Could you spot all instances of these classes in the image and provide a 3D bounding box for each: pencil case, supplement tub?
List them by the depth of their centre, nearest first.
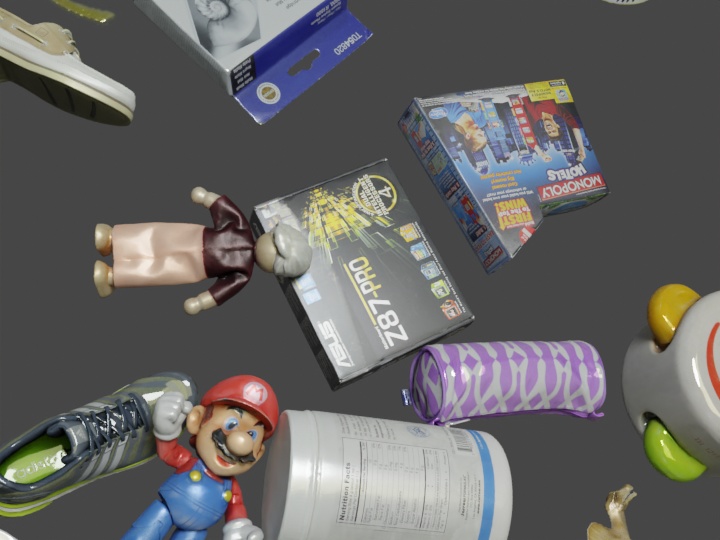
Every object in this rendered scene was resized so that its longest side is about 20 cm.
[{"bbox_3d":[0.021,0.199,0.770,0.200,0.132,0.132,9,68,-13],"label":"supplement tub"},{"bbox_3d":[0.147,0.114,0.866,0.200,0.084,0.086,-2,62,-19],"label":"pencil case"}]

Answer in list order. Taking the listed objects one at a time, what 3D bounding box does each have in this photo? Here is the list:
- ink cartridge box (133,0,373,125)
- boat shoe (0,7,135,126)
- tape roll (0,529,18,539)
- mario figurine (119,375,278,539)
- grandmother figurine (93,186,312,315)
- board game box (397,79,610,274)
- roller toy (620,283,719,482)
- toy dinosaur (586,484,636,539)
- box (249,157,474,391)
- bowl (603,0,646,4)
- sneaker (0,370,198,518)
[{"bbox_3d":[-0.112,-0.291,0.964,0.200,0.041,0.200,44,64,2],"label":"ink cartridge box"},{"bbox_3d":[-0.310,-0.210,0.853,0.200,0.075,0.068,24,71,-7],"label":"boat shoe"},{"bbox_3d":[-0.328,0.294,0.660,0.202,0.071,0.203,6,68,-15],"label":"tape roll"},{"bbox_3d":[-0.132,0.180,0.732,0.106,0.123,0.200,18,71,31],"label":"mario figurine"},{"bbox_3d":[-0.145,-0.019,0.819,0.200,0.061,0.121,0,90,-3],"label":"grandmother figurine"},{"bbox_3d":[0.168,-0.104,0.969,0.200,0.062,0.200,-11,75,-21],"label":"board game box"},{"bbox_3d":[0.385,0.116,0.909,0.182,0.140,0.200,3,69,-17],"label":"roller toy"},{"bbox_3d":[0.252,0.290,0.826,0.101,0.058,0.200,45,27,-1],"label":"toy dinosaur"},{"bbox_3d":[0.000,0.000,0.884,0.161,0.049,0.200,-23,77,-20],"label":"box"},{"bbox_3d":[0.348,-0.463,1.143,0.201,0.094,0.201,6,69,-15],"label":"bowl"},{"bbox_3d":[-0.227,0.145,0.740,0.200,0.081,0.074,-29,81,-25],"label":"sneaker"}]
